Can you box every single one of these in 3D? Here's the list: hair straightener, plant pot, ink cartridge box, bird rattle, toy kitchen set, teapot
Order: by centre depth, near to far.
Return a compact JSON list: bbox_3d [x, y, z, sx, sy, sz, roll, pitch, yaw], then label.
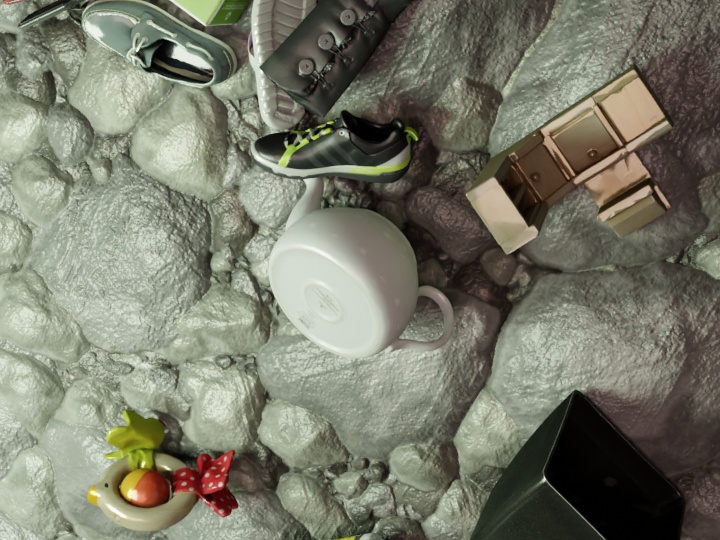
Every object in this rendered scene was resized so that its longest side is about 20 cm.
[{"bbox_3d":[0.255,-0.091,1.160,0.200,0.180,0.163,-33,97,24],"label":"toy kitchen set"},{"bbox_3d":[-0.213,-0.346,1.192,0.148,0.200,0.076,37,110,2],"label":"ink cartridge box"},{"bbox_3d":[0.000,0.000,1.274,0.197,0.146,0.200,13,132,36],"label":"teapot"},{"bbox_3d":[0.248,0.303,1.278,0.200,0.200,0.177,46,123,-2],"label":"plant pot"},{"bbox_3d":[-0.340,-0.334,1.321,0.200,0.041,0.077,-14,123,11],"label":"hair straightener"},{"bbox_3d":[-0.268,0.289,1.413,0.200,0.163,0.113,30,128,14],"label":"bird rattle"}]

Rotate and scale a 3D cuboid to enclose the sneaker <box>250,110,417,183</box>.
[{"bbox_3d":[-0.032,-0.159,1.262,0.200,0.072,0.083,3,131,2],"label":"sneaker"}]

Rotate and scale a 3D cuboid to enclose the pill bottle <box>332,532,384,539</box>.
[{"bbox_3d":[-0.059,0.422,1.416,0.200,0.112,0.113,-15,101,17],"label":"pill bottle"}]

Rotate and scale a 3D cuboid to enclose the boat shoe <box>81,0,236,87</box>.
[{"bbox_3d":[-0.251,-0.274,1.285,0.200,0.062,0.073,21,121,1],"label":"boat shoe"}]

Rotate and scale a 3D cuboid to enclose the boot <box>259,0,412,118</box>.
[{"bbox_3d":[-0.047,-0.300,1.218,0.165,0.066,0.200,39,102,-4],"label":"boot"}]

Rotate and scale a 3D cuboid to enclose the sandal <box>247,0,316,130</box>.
[{"bbox_3d":[-0.102,-0.270,1.264,0.050,0.082,0.203,29,118,50],"label":"sandal"}]
